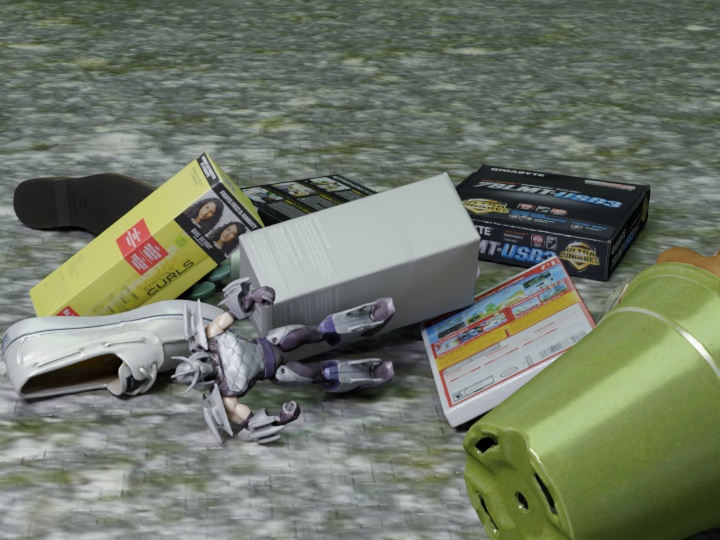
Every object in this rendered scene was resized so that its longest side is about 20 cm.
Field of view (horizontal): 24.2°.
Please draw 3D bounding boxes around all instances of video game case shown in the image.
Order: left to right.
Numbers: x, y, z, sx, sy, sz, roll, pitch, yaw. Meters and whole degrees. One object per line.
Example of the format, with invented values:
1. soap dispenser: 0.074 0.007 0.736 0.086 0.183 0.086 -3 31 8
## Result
1. video game case: 0.126 0.057 1.437 0.142 0.018 0.200 -27 20 5

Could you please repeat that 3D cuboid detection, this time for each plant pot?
1. plant pot: 0.178 0.124 1.164 0.189 0.202 0.200 -26 31 -27

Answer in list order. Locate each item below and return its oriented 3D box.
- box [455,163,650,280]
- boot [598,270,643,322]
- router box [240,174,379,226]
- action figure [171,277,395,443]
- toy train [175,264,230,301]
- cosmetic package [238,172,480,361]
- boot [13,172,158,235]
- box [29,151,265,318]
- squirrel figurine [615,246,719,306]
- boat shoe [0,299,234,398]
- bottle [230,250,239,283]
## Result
1. box: 0.192 -0.056 1.790 0.198 0.050 0.198 10 23 20
2. boot: 0.335 0.059 1.486 0.181 0.073 0.199 -18 35 -36
3. router box: -0.029 -0.043 1.732 0.148 0.052 0.199 -10 24 -33
4. action figure: -0.066 0.069 1.356 0.198 0.132 0.069 -7 -2 -34
5. toy train: -0.195 -0.004 1.589 0.113 0.086 0.200 -3 19 16
6. cosmetic package: 0.000 0.000 1.467 0.198 0.107 0.091 -19 57 -16
7. boot: -0.265 -0.071 1.777 0.198 0.074 0.075 9 12 24
8. box: -0.184 -0.009 1.447 0.199 0.075 0.050 -36 42 5
9. squirrel figurine: 0.293 0.054 1.350 0.185 0.142 0.200 -27 42 -8
10. boat shoe: -0.199 0.075 1.413 0.198 0.071 0.070 -3 48 -22
11. bottle: -0.023 0.000 1.578 0.198 0.084 0.065 0 31 -2
